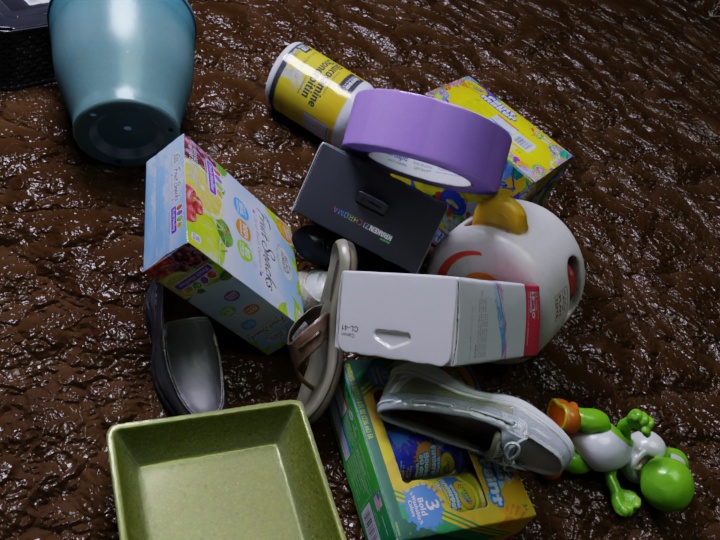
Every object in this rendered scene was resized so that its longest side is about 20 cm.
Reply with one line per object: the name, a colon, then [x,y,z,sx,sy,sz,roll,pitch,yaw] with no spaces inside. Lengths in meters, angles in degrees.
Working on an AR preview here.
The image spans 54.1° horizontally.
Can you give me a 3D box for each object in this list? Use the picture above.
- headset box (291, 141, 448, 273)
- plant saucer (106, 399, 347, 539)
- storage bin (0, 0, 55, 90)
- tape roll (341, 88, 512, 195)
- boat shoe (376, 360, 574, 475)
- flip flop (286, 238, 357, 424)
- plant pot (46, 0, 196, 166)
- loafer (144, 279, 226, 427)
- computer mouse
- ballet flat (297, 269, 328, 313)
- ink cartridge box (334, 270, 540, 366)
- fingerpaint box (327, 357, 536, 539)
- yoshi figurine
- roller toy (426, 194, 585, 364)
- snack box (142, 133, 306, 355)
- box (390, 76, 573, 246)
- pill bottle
headset box: [0.016,-0.079,0.910,0.171,0.094,0.200,27,6,2]
plant saucer: [-0.122,0.229,0.647,0.196,0.048,0.202,-2,49,-27]
storage bin: [-0.465,-0.354,1.020,0.135,0.095,0.199,43,44,18]
tape roll: [0.079,-0.150,0.848,0.196,0.067,0.200,16,0,0]
boat shoe: [0.114,0.158,0.705,0.199,0.075,0.065,26,48,6]
flip flop: [-0.048,0.064,0.762,0.056,0.205,0.081,12,1,-20]
plant pot: [-0.310,-0.252,0.935,0.196,0.200,0.192,1,63,-24]
loafer: [-0.187,0.074,0.748,0.071,0.073,0.202,-8,52,-31]
computer mouse: [0.000,0.000,0.896,0.197,0.059,0.035,25,55,-18]
ballet flat: [-0.010,0.033,0.881,0.196,0.063,0.068,20,41,-6]
ink cartridge box: [0.089,0.050,0.754,0.145,0.088,0.198,3,-3,36]
fingerpaint box: [0.068,0.193,0.754,0.163,0.074,0.203,1,48,-25]
yoshi figurine: [0.310,0.224,0.826,0.196,0.113,0.114,17,59,-13]
roller toy: [0.181,0.015,0.896,0.183,0.200,0.139,50,46,8]
snack box: [-0.149,-0.026,0.793,0.200,0.067,0.171,44,24,-45]
box: [0.162,-0.135,1.031,0.200,0.194,0.121,43,45,18]
pill bottle: [-0.044,-0.265,1.118,0.198,0.113,0.112,32,43,8]
